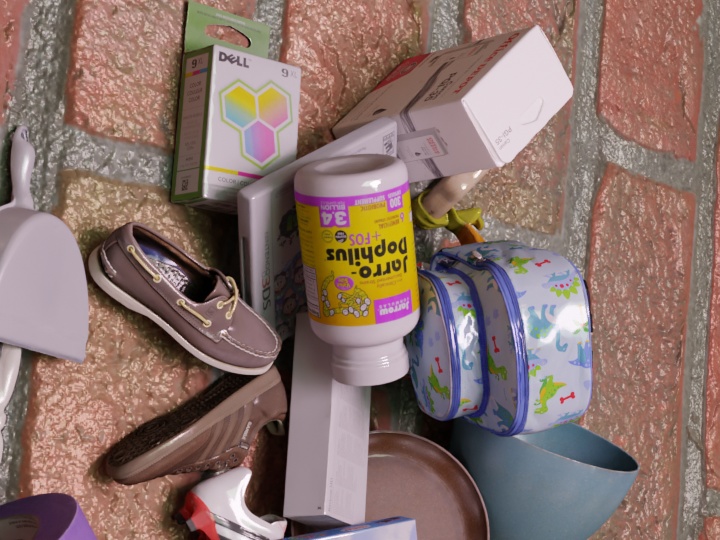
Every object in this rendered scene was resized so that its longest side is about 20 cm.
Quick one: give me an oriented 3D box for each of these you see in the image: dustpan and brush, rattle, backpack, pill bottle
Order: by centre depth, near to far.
[{"bbox_3d":[-0.283,-0.029,1.249,0.140,0.057,0.200,27,65,-61],"label":"dustpan and brush"},{"bbox_3d":[0.000,0.000,1.341,0.104,0.104,0.200,-20,111,-39],"label":"pill bottle"},{"bbox_3d":[0.127,0.068,1.385,0.147,0.200,0.183,-8,97,-19],"label":"backpack"},{"bbox_3d":[0.154,-0.089,1.560,0.143,0.130,0.200,34,43,12],"label":"rattle"}]

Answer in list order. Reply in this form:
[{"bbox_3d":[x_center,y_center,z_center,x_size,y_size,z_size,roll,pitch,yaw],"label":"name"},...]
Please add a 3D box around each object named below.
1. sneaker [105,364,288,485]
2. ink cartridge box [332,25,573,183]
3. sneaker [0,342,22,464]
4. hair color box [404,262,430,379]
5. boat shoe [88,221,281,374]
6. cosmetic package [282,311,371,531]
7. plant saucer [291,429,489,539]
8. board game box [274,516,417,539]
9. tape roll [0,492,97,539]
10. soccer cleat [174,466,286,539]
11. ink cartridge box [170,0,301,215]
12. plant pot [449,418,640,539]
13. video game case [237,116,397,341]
[{"bbox_3d":[-0.139,0.158,1.344,0.200,0.070,0.076,-30,108,-37],"label":"sneaker"},{"bbox_3d":[0.093,-0.163,1.482,0.147,0.200,0.083,-46,114,-33],"label":"ink cartridge box"},{"bbox_3d":[-0.336,0.129,1.181,0.085,0.077,0.200,22,56,-29],"label":"sneaker"},{"bbox_3d":[0.121,0.068,1.562,0.200,0.064,0.111,13,66,-37],"label":"hair color box"},{"bbox_3d":[-0.148,0.026,1.328,0.200,0.060,0.072,35,37,-20],"label":"boat shoe"},{"bbox_3d":[-0.031,0.145,1.413,0.083,0.051,0.200,38,50,-57],"label":"cosmetic package"},{"bbox_3d":[0.028,0.258,1.450,0.200,0.032,0.200,4,69,-12],"label":"plant saucer"},{"bbox_3d":[-0.034,0.316,1.341,0.200,0.037,0.151,-5,89,-31],"label":"board game box"},{"bbox_3d":[-0.289,0.260,1.124,0.200,0.200,0.085,-34,107,-37],"label":"tape roll"},{"bbox_3d":[-0.094,0.274,1.364,0.085,0.069,0.200,-34,107,-18],"label":"soccer cleat"},{"bbox_3d":[-0.116,-0.155,1.399,0.104,0.059,0.200,10,79,-39],"label":"ink cartridge box"},{"bbox_3d":[0.175,0.229,1.538,0.200,0.200,0.135,14,99,-38],"label":"plant pot"},{"bbox_3d":[-0.038,-0.034,1.421,0.200,0.024,0.182,-31,135,-37],"label":"video game case"}]
